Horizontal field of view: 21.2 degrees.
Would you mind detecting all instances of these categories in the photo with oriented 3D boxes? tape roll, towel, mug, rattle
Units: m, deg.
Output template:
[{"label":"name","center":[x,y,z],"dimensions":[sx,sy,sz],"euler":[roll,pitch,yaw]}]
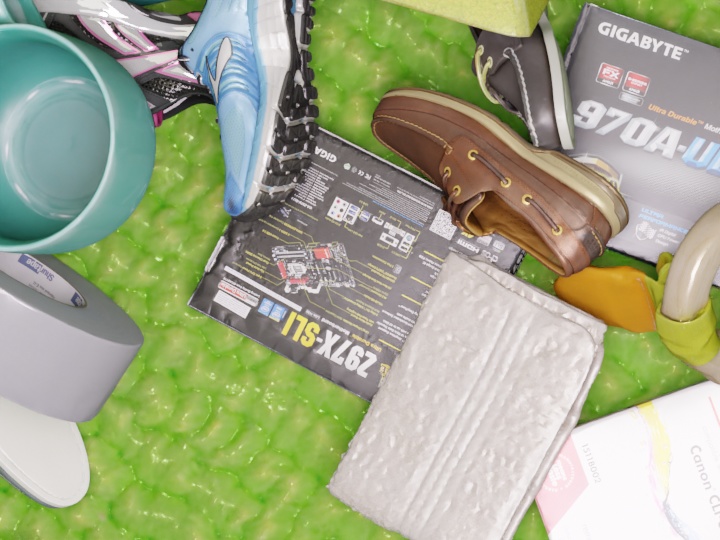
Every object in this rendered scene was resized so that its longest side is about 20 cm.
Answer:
[{"label":"tape roll","center":[-0.251,0.023,1.332],"dimensions":[0.200,0.200,0.066],"euler":[33,95,8]},{"label":"towel","center":[0.074,0.097,1.313],"dimensions":[0.132,0.034,0.200],"euler":[29,93,21]},{"label":"mug","center":[-0.215,-0.103,1.330],"dimensions":[0.152,0.114,0.185],"euler":[17,93,14]},{"label":"rattle","center":[0.248,-0.032,1.300],"dimensions":[0.130,0.143,0.200],"euler":[30,87,-26]}]

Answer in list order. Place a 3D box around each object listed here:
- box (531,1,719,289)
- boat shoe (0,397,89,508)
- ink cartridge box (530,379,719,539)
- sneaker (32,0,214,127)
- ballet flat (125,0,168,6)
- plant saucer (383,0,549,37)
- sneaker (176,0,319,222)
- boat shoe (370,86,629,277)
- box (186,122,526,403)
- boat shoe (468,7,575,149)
[{"label":"box","center":[0.225,-0.080,1.349],"dimensions":[0.200,0.046,0.159],"euler":[21,92,9]},{"label":"boat shoe","center":[-0.278,0.100,1.414],"dimensions":[0.200,0.073,0.062],"euler":[47,137,1]},{"label":"ink cartridge box","center":[0.223,0.142,1.328],"dimensions":[0.200,0.067,0.117],"euler":[-21,84,7]},{"label":"sneaker","center":[-0.162,-0.149,1.390],"dimensions":[0.200,0.080,0.086],"euler":[8,90,9]},{"label":"ballet flat","center":[-0.085,-0.234,1.390],"dimensions":[0.200,0.073,0.073],"euler":[-4,87,10]},{"label":"plant saucer","center":[0.043,-0.238,1.307],"dimensions":[0.200,0.200,0.048],"euler":[17,121,8]},{"label":"sneaker","center":[-0.082,-0.133,1.338],"dimensions":[0.090,0.078,0.200],"euler":[1,88,21]},{"label":"boat shoe","center":[0.083,-0.061,1.307],"dimensions":[0.200,0.072,0.068],"euler":[30,70,24]},{"label":"box","center":[0.000,0.000,1.376],"dimensions":[0.200,0.049,0.160],"euler":[27,94,8]},{"label":"boat shoe","center":[0.105,-0.144,1.311],"dimensions":[0.060,0.201,0.072],"euler":[-10,128,3]}]
